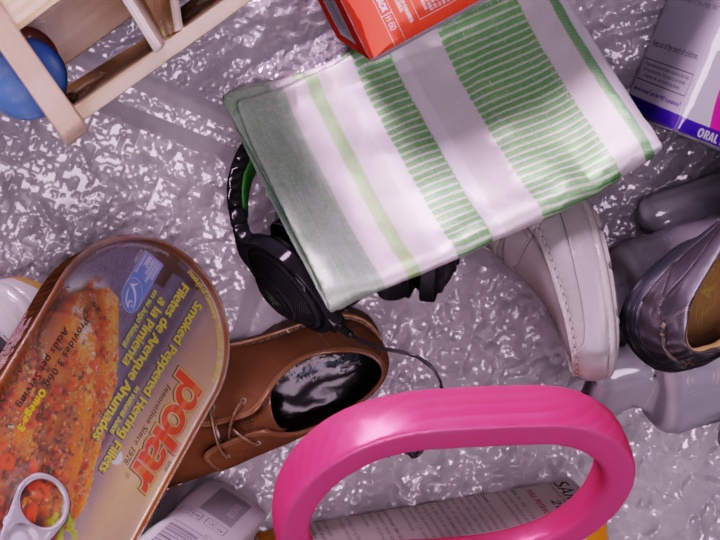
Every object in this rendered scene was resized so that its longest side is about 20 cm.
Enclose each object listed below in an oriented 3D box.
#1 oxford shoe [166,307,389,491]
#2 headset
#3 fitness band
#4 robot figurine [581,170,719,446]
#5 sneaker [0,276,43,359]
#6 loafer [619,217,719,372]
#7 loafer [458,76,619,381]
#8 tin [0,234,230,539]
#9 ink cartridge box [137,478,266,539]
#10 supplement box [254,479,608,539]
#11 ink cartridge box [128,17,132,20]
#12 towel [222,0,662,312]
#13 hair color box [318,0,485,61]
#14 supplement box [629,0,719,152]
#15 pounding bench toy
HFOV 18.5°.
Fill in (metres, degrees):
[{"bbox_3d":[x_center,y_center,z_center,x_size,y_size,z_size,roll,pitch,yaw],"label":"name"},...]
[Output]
[{"bbox_3d":[-0.077,0.079,1.238,0.199,0.071,0.072,-26,107,-3],"label":"oxford shoe"},{"bbox_3d":[0.000,0.000,1.206,0.122,0.094,0.201,-16,64,-6],"label":"headset"},{"bbox_3d":[0.050,0.121,1.174,0.198,0.038,0.144,-3,136,-17],"label":"fitness band"},{"bbox_3d":[0.216,0.024,1.257,0.198,0.113,0.171,-15,73,-7],"label":"robot figurine"},{"bbox_3d":[-0.196,0.109,1.206,0.087,0.075,0.202,-17,98,-40],"label":"sneaker"},{"bbox_3d":[0.226,-0.021,1.162,0.073,0.072,0.200,42,86,-12],"label":"loafer"},{"bbox_3d":[0.091,-0.028,1.206,0.069,0.070,0.201,-14,61,-6],"label":"loafer"},{"bbox_3d":[-0.144,0.075,1.171,0.112,0.042,0.201,38,62,-17],"label":"tin"},{"bbox_3d":[-0.130,0.223,1.213,0.050,0.161,0.201,31,102,5],"label":"ink cartridge box"},{"bbox_3d":[0.045,0.206,1.285,0.198,0.074,0.127,-9,103,-9],"label":"supplement box"},{"bbox_3d":[-0.192,-0.183,1.170,0.199,0.048,0.146,-24,105,-4],"label":"ink cartridge box"},{"bbox_3d":[0.043,-0.076,1.183,0.199,0.153,0.023,-23,148,-10],"label":"towel"},{"bbox_3d":[0.071,-0.188,1.173,0.199,0.102,0.062,-29,106,-4],"label":"hair color box"},{"bbox_3d":[0.240,-0.159,1.230,0.100,0.103,0.201,19,96,-13],"label":"supplement box"},{"bbox_3d":[-0.157,-0.185,1.089,0.155,0.124,0.201,-35,106,-3],"label":"pounding bench toy"}]
